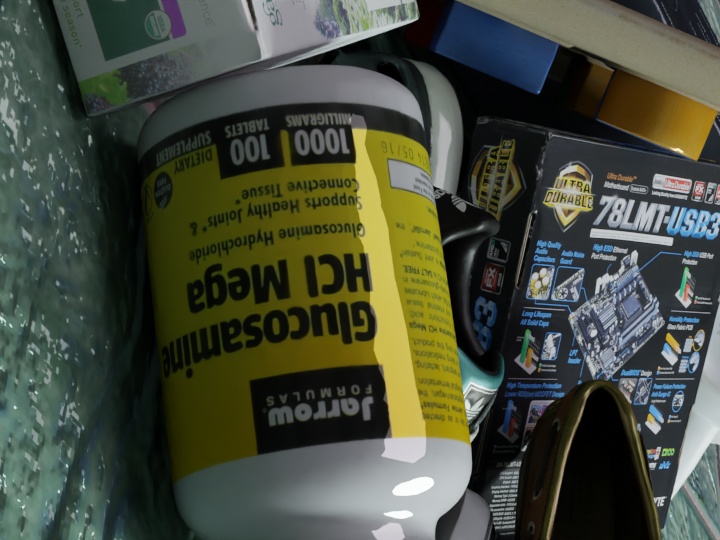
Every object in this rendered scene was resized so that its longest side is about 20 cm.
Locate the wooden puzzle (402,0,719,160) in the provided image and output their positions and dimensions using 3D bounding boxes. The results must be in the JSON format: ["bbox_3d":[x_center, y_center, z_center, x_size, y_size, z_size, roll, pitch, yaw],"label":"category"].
[{"bbox_3d":[0.097,-0.100,0.946,0.200,0.184,0.047,-147,-101,-82],"label":"wooden puzzle"}]

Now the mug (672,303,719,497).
[{"bbox_3d":[0.207,0.052,1.133,0.201,0.147,0.175,-60,177,2],"label":"mug"}]

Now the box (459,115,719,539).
[{"bbox_3d":[0.108,0.034,0.971,0.199,0.049,0.200,3,100,-52],"label":"box"}]

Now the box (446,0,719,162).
[{"bbox_3d":[0.133,-0.134,1.149,0.201,0.123,0.197,61,17,-13],"label":"box"}]

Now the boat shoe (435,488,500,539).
[{"bbox_3d":[0.031,0.178,0.815,0.056,0.069,0.201,33,42,-10],"label":"boat shoe"}]

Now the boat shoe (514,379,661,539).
[{"bbox_3d":[0.096,0.143,0.841,0.068,0.071,0.202,105,-16,-58],"label":"boat shoe"}]

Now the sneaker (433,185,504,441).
[{"bbox_3d":[0.015,0.064,0.805,0.071,0.079,0.202,8,86,-67],"label":"sneaker"}]

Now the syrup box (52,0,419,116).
[{"bbox_3d":[-0.048,-0.120,0.791,0.200,0.081,0.079,-31,105,-68],"label":"syrup box"}]

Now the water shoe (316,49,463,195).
[{"bbox_3d":[0.000,0.000,0.888,0.078,0.071,0.202,9,73,-32],"label":"water shoe"}]

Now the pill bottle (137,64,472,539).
[{"bbox_3d":[-0.019,0.035,0.728,0.112,0.112,0.202,24,55,-64],"label":"pill bottle"}]

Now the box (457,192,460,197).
[{"bbox_3d":[0.108,0.064,1.138,0.156,0.041,0.202,28,53,-64],"label":"box"}]
